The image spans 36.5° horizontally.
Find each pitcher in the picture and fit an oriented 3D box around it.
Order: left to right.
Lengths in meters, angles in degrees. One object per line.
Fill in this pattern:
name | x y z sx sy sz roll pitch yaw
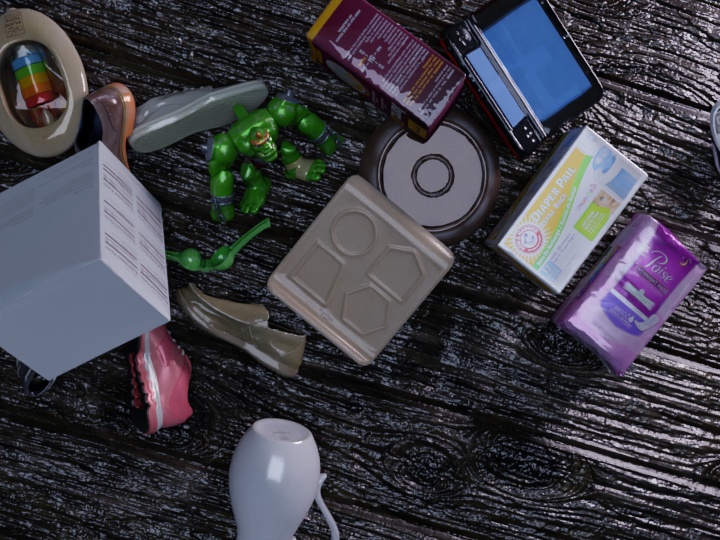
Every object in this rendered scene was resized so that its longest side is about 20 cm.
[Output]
pitcher | -0.099 0.309 1.483 0.170 0.121 0.202 4 104 -24

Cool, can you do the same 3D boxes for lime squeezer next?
lime squeezer | -0.215 -0.025 1.472 0.198 0.071 0.038 -7 58 2

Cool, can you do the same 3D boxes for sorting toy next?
sorting toy | 0.000 0.000 1.492 0.185 0.036 0.200 39 97 -5

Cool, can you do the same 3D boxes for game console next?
game console | 0.219 -0.272 1.461 0.118 0.172 0.201 -32 95 25

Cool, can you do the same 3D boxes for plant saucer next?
plant saucer | 0.097 -0.130 1.501 0.198 0.032 0.202 0 92 -4

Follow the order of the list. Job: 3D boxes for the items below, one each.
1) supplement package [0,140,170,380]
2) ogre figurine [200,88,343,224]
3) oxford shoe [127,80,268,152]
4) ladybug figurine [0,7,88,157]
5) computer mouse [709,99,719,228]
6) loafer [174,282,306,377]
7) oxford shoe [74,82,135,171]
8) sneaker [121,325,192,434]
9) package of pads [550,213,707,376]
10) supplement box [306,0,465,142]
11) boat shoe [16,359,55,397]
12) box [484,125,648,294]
supplement package | -0.357 -0.011 1.355 0.190 0.201 0.147 -25 139 14
ogre figurine | -0.129 -0.156 1.447 0.199 0.098 0.120 -21 129 10
oxford shoe | -0.221 -0.219 1.459 0.199 0.075 0.058 -21 66 -3
ladybug figurine | -0.424 -0.246 1.436 0.135 0.072 0.202 -15 92 2
computer mouse | 0.535 -0.149 1.524 0.109 0.044 0.201 -17 100 2
loafer | -0.158 0.069 1.479 0.199 0.076 0.068 33 90 -15
oxford shoe | -0.345 -0.143 1.426 0.071 0.073 0.201 20 117 25
sneaker | -0.273 0.117 1.484 0.086 0.074 0.202 -3 84 -37
package of pads | 0.370 0.033 1.506 0.120 0.076 0.200 39 90 -8
supplement box | 0.034 -0.267 1.433 0.199 0.110 0.086 37 87 4
boat shoe | -0.373 0.097 1.443 0.199 0.063 0.073 -35 133 14
box | 0.274 -0.081 1.479 0.112 0.101 0.201 36 91 -5
